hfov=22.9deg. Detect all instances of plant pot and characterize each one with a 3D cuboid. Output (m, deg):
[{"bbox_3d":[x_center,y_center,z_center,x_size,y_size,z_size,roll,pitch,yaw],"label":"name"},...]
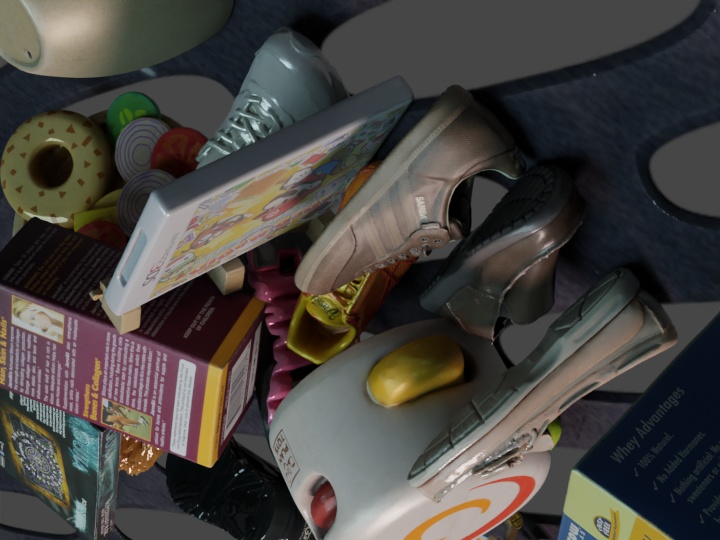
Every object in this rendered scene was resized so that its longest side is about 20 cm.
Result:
[{"bbox_3d":[-0.206,-0.215,1.262,0.200,0.134,0.201,33,149,24],"label":"plant pot"}]

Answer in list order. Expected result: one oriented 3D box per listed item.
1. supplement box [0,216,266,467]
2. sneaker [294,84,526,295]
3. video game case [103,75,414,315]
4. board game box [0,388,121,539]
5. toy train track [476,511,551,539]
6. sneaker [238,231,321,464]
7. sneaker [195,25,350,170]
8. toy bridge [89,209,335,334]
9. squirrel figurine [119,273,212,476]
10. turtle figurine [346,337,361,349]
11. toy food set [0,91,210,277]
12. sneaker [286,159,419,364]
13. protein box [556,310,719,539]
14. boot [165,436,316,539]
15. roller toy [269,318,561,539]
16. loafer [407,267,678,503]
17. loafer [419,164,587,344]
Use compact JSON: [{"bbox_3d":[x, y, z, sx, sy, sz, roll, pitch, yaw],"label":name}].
[{"bbox_3d":[-0.181,0.053,1.347,0.199,0.086,0.111,20,131,10],"label":"supplement box"},{"bbox_3d":[0.029,-0.033,1.179,0.076,0.070,0.200,41,130,0],"label":"sneaker"},{"bbox_3d":[-0.072,-0.049,1.217,0.023,0.200,0.182,57,153,10],"label":"video game case"},{"bbox_3d":[-0.258,0.138,1.481,0.135,0.028,0.200,36,147,15],"label":"board game box"},{"bbox_3d":[0.095,0.204,1.427,0.200,0.033,0.115,30,145,-23],"label":"toy train track"},{"bbox_3d":[-0.063,0.061,1.413,0.095,0.079,0.201,-9,87,59],"label":"sneaker"},{"bbox_3d":[-0.070,-0.091,1.262,0.078,0.099,0.200,44,152,13],"label":"sneaker"},{"bbox_3d":[-0.110,-0.013,1.323,0.067,0.199,0.027,52,148,31],"label":"toy bridge"},{"bbox_3d":[-0.207,0.073,1.514,0.142,0.186,0.201,139,120,-65],"label":"squirrel figurine"},{"bbox_3d":[-0.009,0.104,1.464,0.161,0.064,0.201,-12,107,41],"label":"turtle figurine"},{"bbox_3d":[-0.201,-0.045,1.438,0.197,0.201,0.049,-9,164,21],"label":"toy food set"},{"bbox_3d":[0.000,0.000,1.289,0.073,0.077,0.200,28,138,6],"label":"sneaker"},{"bbox_3d":[0.249,0.141,1.009,0.200,0.198,0.135,35,149,23],"label":"protein box"},{"bbox_3d":[-0.052,0.194,1.441,0.162,0.074,0.198,24,-179,-36],"label":"boot"},{"bbox_3d":[0.031,0.124,1.289,0.200,0.182,0.140,19,-141,-60],"label":"roller toy"},{"bbox_3d":[0.119,0.087,1.148,0.063,0.200,0.072,45,-172,-6],"label":"loafer"},{"bbox_3d":[0.106,-0.007,1.171,0.071,0.073,0.200,37,157,-3],"label":"loafer"}]
